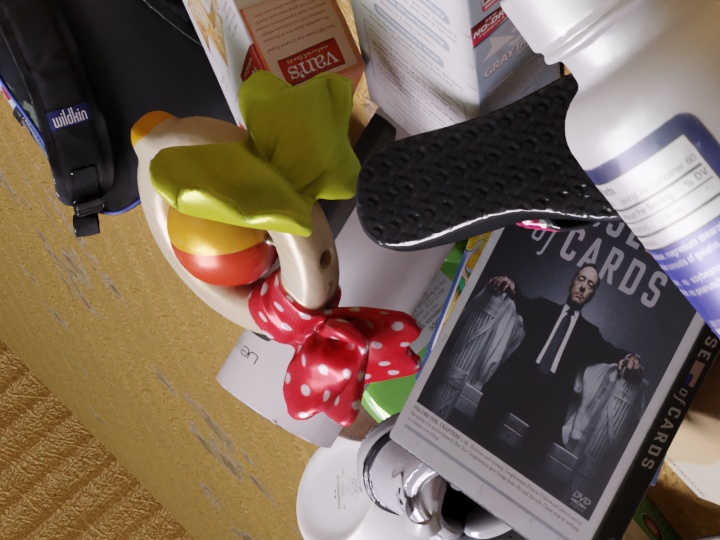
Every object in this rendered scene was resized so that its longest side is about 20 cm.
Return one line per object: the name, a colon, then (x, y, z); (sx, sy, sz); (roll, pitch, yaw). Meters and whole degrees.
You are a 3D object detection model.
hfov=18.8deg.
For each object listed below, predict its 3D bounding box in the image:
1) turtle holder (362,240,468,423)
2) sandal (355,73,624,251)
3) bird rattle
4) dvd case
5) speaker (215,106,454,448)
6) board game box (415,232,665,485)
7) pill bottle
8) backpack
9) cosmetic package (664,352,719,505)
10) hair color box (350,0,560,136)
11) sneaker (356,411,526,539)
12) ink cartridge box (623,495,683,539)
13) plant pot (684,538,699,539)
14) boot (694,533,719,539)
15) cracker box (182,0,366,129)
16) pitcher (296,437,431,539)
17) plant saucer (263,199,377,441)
turtle holder: (0.078, 0.048, 1.338); (0.185, 0.142, 0.132); (15, 180, 7)
sandal: (0.089, -0.051, 1.052); (0.199, 0.075, 0.045); (-10, 165, 34)
bird rattle: (-0.048, -0.017, 1.152); (0.163, 0.113, 0.200); (22, 147, 39)
dvd case: (0.108, 0.028, 1.059); (0.025, 0.201, 0.150); (21, -172, -43)
speaker: (0.000, 0.000, 1.243); (0.081, 0.200, 0.081); (31, -176, -2)
board game box: (0.111, 0.021, 1.137); (0.034, 0.136, 0.200); (21, 179, -28)
pill bottle: (0.151, -0.056, 0.852); (0.200, 0.120, 0.120); (51, 165, -5)
backpack: (-0.152, -0.154, 1.398); (0.191, 0.200, 0.154); (55, 178, -8)
cosmetic package: (0.217, 0.079, 1.069); (0.105, 0.071, 0.200); (47, 167, -22)
hair color box: (0.046, -0.129, 1.090); (0.099, 0.061, 0.200); (43, 165, 25)
sneaker: (0.103, 0.106, 1.221); (0.115, 0.199, 0.075); (-129, 26, -72)
ink cartridge box: (0.169, 0.248, 1.406); (0.146, 0.084, 0.200); (51, -153, -7)
plant pot: (0.223, 0.236, 1.260); (0.200, 0.134, 0.201); (40, -152, -27)
boot: (0.247, 0.207, 1.104); (0.073, 0.151, 0.200); (12, 166, -40)
cracker box: (-0.068, -0.172, 1.211); (0.201, 0.057, 0.134); (65, 168, 8)
pitcher: (0.053, 0.154, 1.509); (0.200, 0.172, 0.121); (23, 141, -39)
plant saucer: (-0.005, 0.010, 1.421); (0.037, 0.201, 0.201); (-19, 116, 34)
